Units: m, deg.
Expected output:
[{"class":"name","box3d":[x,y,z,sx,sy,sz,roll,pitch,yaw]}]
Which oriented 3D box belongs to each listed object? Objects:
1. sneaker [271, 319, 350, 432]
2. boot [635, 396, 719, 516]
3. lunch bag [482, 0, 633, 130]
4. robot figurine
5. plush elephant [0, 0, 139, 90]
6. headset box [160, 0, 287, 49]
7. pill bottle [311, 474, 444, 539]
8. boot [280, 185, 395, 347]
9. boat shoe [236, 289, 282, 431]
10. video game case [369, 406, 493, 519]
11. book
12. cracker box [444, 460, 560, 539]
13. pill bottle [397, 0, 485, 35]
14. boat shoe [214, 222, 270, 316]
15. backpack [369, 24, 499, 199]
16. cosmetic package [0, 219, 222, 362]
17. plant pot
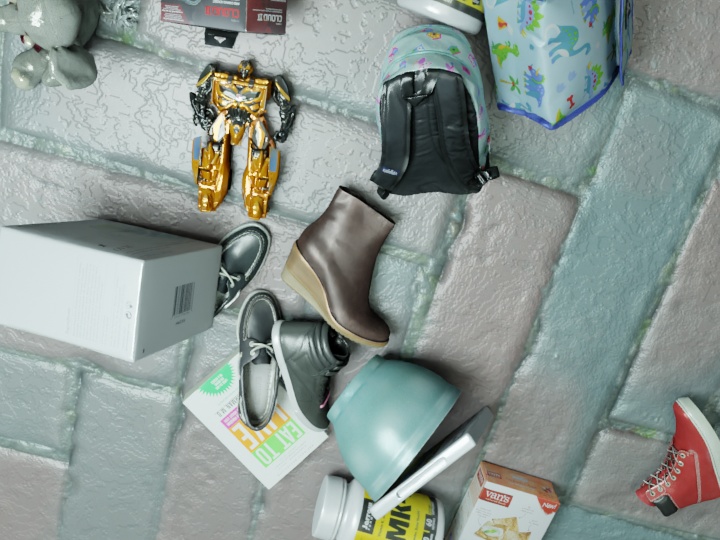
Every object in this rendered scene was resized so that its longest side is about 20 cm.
[{"class":"sneaker","box3d":[-0.056,0.159,0.989,0.097,0.071,0.203,-8,117,20]},{"class":"boot","box3d":[0.497,0.304,1.059,0.142,0.073,0.202,-24,112,10]},{"class":"lunch bag","box3d":[0.255,-0.295,0.788,0.199,0.127,0.172,-36,134,-19]},{"class":"robot figurine","box3d":[-0.162,-0.175,0.890,0.142,0.058,0.204,7,111,-3]},{"class":"plush elephant","box3d":[-0.379,-0.301,0.792,0.195,0.155,0.168,-5,110,3]},{"class":"headset box","box3d":[-0.160,-0.368,0.776,0.147,0.077,0.204,19,113,30]},{"class":"pill bottle","box3d":[0.027,0.403,1.071,0.196,0.115,0.116,16,110,-6]},{"class":"boot","box3d":[0.000,0.000,0.945,0.199,0.073,0.167,37,108,-9]},{"class":"boat shoe","box3d":[-0.149,0.133,0.978,0.072,0.060,0.204,7,93,-17]},{"class":"video game case","box3d":[0.112,0.281,0.989,0.181,0.200,0.023,-42,78,14]},{"class":"book","box3d":[-0.162,0.227,1.049,0.133,0.048,0.201,-40,105,7]},{"class":"cracker box","box3d":[0.228,0.431,1.111,0.131,0.058,0.203,17,109,-6]},{"class":"pill bottle","box3d":[0.125,-0.395,0.780,0.110,0.113,0.203,18,109,-6]},{"class":"boat shoe","box3d":[-0.202,0.018,0.959,0.075,0.061,0.201,36,106,-12]},{"class":"backpack","box3d":[0.083,-0.192,0.822,0.163,0.128,0.202,-6,142,9]},{"class":"cosmetic package","box3d":[-0.314,0.013,0.853,0.196,0.199,0.126,11,99,13]},{"class":"plant pot","box3d":[0.035,0.211,0.974,0.134,0.200,0.202,39,107,10]}]
